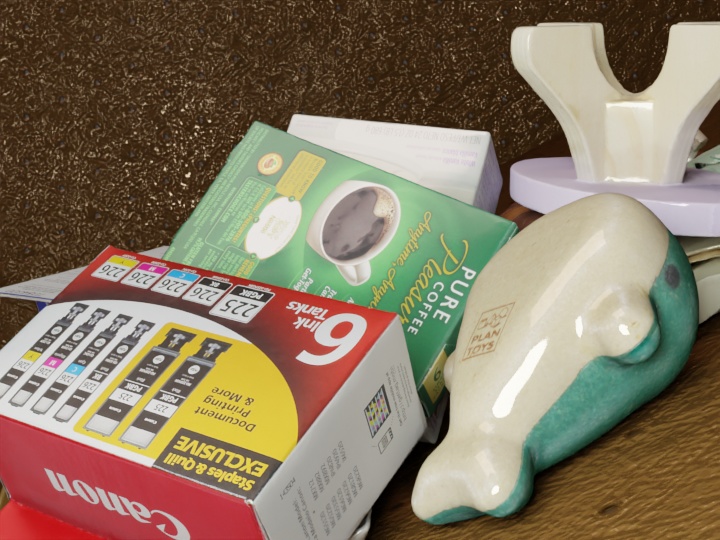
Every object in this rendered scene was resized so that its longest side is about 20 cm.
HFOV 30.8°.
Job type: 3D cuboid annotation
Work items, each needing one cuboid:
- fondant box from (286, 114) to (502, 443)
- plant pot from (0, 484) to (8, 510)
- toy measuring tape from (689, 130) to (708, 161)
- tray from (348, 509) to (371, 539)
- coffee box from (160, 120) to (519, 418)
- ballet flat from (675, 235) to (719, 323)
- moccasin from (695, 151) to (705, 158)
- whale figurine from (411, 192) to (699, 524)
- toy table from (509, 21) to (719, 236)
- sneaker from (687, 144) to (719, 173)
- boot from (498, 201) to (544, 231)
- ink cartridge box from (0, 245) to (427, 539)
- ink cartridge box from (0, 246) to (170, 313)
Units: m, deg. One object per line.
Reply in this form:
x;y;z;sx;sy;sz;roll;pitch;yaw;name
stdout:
0.000;0.000;0.849;0.143;0.202;0.058;7;-27;19;fondant box
-0.230;0.149;0.957;0.200;0.027;0.201;-49;27;37;plant pot
0.192;-0.042;1.036;0.200;0.074;0.074;-47;0;14;toy measuring tape
-0.036;0.146;0.751;0.106;0.022;0.200;-25;5;4;tray
-0.014;-0.005;0.795;0.198;0.044;0.124;22;69;27;coffee box
0.156;0.027;0.795;0.198;0.070;0.069;-25;5;3;ballet flat
0.215;-0.040;1.115;0.200;0.074;0.078;-35;12;17;moccasin
0.104;0.056;0.677;0.159;0.104;0.201;-24;29;54;whale figurine
0.175;-0.097;0.827;0.182;0.119;0.199;-11;16;-40;toy table
0.284;-0.065;0.945;0.117;0.074;0.200;-22;-8;-32;sneaker
0.069;0.006;0.929;0.198;0.069;0.189;-23;19;18;boot
-0.097;0.087;0.659;0.198;0.085;0.176;11;44;32;ink cartridge box
-0.152;0.023;1.021;0.195;0.044;0.199;6;16;37;ink cartridge box
